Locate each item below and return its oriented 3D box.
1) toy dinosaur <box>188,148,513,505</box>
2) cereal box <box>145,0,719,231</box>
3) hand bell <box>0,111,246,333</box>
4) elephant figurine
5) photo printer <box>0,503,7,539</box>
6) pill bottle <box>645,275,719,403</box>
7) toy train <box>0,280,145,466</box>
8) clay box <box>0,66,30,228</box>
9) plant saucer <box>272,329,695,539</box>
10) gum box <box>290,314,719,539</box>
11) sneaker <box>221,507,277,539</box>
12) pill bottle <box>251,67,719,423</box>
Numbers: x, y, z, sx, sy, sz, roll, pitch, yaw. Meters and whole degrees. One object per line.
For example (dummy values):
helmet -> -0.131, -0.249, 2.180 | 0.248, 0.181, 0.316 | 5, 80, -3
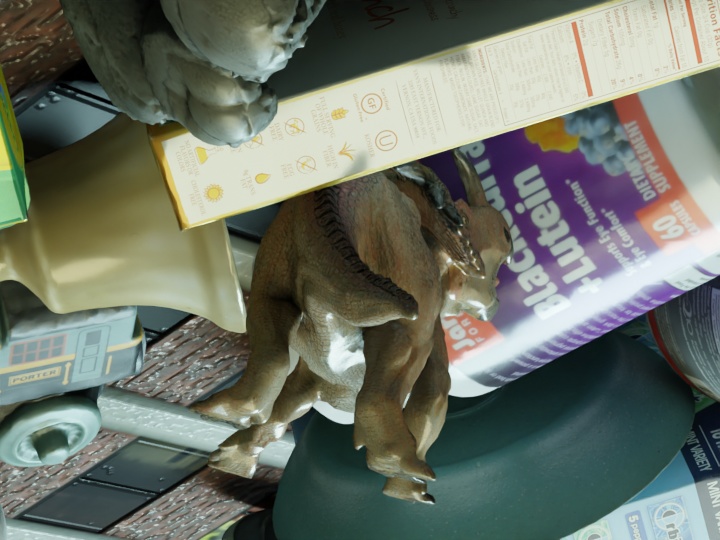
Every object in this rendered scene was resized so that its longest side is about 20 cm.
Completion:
toy dinosaur -> 0.000, 0.000, 0.822 | 0.085, 0.136, 0.200 | 13, 167, 7
cereal box -> 0.025, -0.085, 0.811 | 0.199, 0.144, 0.040 | -18, 117, -1
hand bell -> -0.149, -0.001, 0.894 | 0.199, 0.105, 0.104 | -16, 153, -6
elephant figurine -> 0.003, -0.130, 0.733 | 0.199, 0.156, 0.141 | -32, -163, -26
photo printer -> -0.286, 0.146, 1.141 | 0.199, 0.070, 0.166 | 6, 146, -37
pill bottle -> 0.199, 0.012, 1.021 | 0.115, 0.117, 0.200 | -11, -173, -11
toy train -> -0.177, 0.030, 0.970 | 0.199, 0.086, 0.114 | -10, 149, -19
clay box -> -0.170, -0.071, 0.737 | 0.114, 0.048, 0.201 | -13, 128, -3
plant saucer -> 0.049, 0.069, 1.113 | 0.199, 0.200, 0.036 | -18, 111, 2
gum box -> 0.074, 0.095, 1.151 | 0.199, 0.170, 0.045 | -18, 115, 1
sneaker -> 0.018, 0.135, 1.305 | 0.106, 0.075, 0.199 | -38, 156, 27
pill bottle -> 0.059, -0.018, 0.980 | 0.199, 0.112, 0.111 | -29, 151, 22
